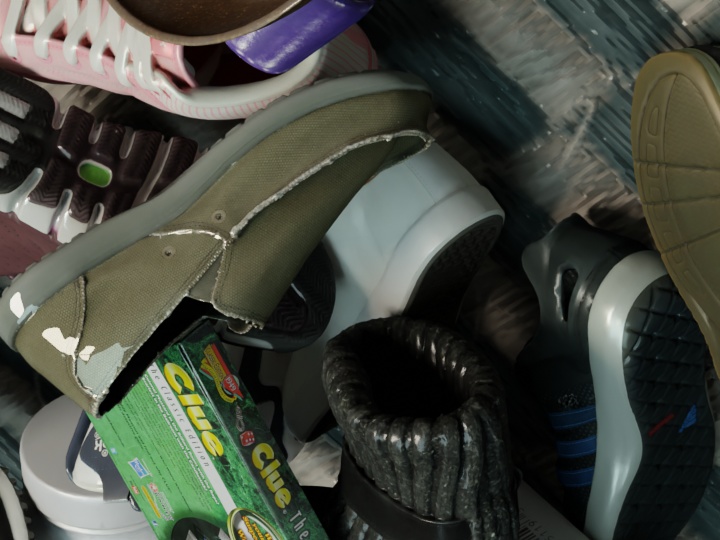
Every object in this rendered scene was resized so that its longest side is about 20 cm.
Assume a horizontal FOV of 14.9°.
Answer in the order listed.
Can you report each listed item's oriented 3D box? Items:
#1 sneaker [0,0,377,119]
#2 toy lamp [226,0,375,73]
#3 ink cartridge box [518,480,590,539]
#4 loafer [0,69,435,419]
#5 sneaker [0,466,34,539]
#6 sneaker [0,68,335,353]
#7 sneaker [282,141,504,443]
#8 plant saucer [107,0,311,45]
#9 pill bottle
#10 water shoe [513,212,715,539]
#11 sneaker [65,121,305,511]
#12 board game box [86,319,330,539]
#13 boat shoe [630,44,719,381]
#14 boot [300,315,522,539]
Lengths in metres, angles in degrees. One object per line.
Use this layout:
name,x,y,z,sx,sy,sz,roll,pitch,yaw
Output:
sneaker,-0.094,-0.108,1.135,0.199,0.105,0.076,15,91,9
toy lamp,0.016,-0.156,1.028,0.058,0.058,0.200,38,116,-9
ink cartridge box,0.070,0.179,1.307,0.161,0.050,0.201,40,148,41
loafer,-0.048,-0.008,1.105,0.070,0.199,0.075,57,-177,14
sneaker,-0.230,0.106,1.355,0.201,0.090,0.070,58,144,35
sneaker,-0.112,-0.015,1.203,0.199,0.076,0.116,29,153,-8
sneaker,0.000,0.000,1.235,0.085,0.073,0.200,51,143,16
plant saucer,-0.030,-0.176,1.015,0.200,0.202,0.037,-21,154,40
pill bottle,-0.121,0.161,1.398,0.112,0.112,0.201,12,131,19
water shoe,0.111,0.055,1.226,0.079,0.071,0.201,39,147,34
sneaker,-0.099,0.040,1.265,0.079,0.130,0.200,-4,127,30
board game box,-0.053,0.114,1.192,0.105,0.023,0.201,-5,117,55
boat shoe,0.171,-0.003,1.127,0.072,0.066,0.202,-5,109,58
boot,0.001,0.092,1.198,0.210,0.079,0.159,14,131,46
